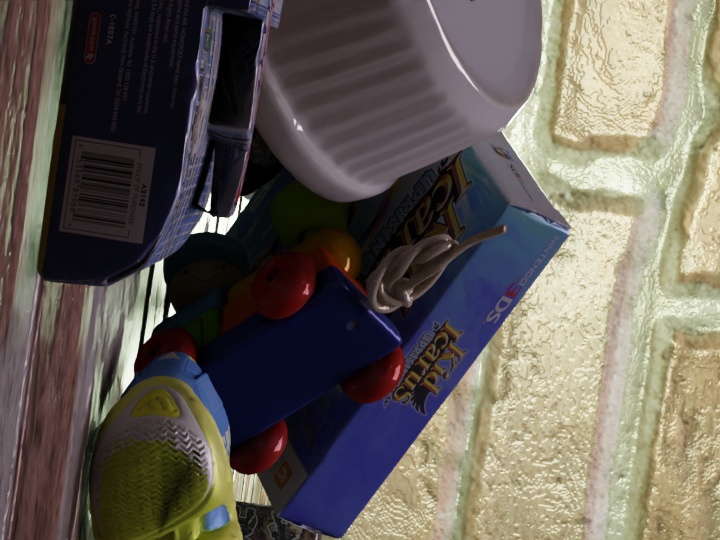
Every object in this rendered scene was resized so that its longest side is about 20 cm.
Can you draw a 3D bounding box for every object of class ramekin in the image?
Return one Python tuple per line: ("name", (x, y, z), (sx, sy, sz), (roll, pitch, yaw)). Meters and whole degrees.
("ramekin", (0.011, -0.138, 1.311), (0.202, 0.094, 0.203), (41, 43, -54))

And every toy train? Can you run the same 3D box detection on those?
("toy train", (-0.015, -0.001, 1.359), (0.085, 0.200, 0.116), (44, 24, -33))

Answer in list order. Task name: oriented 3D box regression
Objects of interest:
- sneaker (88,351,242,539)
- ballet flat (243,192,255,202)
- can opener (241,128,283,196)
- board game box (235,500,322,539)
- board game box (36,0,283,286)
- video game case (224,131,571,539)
("sneaker", (-0.081, 0.125, 1.276), (0.105, 0.075, 0.201), (-81, 178, -59))
("ballet flat", (-0.043, -0.110, 1.542), (0.200, 0.071, 0.072), (119, -17, -59))
("can opener", (-0.058, -0.123, 1.424), (0.063, 0.079, 0.200), (-32, 142, -33))
("board game box", (-0.081, 0.227, 1.477), (0.159, 0.096, 0.201), (94, 5, -76))
("board game box", (-0.060, -0.096, 1.027), (0.200, 0.061, 0.201), (-54, 153, -86))
("video game case", (0.000, 0.000, 1.437), (0.200, 0.045, 0.181), (-54, -143, 19))
